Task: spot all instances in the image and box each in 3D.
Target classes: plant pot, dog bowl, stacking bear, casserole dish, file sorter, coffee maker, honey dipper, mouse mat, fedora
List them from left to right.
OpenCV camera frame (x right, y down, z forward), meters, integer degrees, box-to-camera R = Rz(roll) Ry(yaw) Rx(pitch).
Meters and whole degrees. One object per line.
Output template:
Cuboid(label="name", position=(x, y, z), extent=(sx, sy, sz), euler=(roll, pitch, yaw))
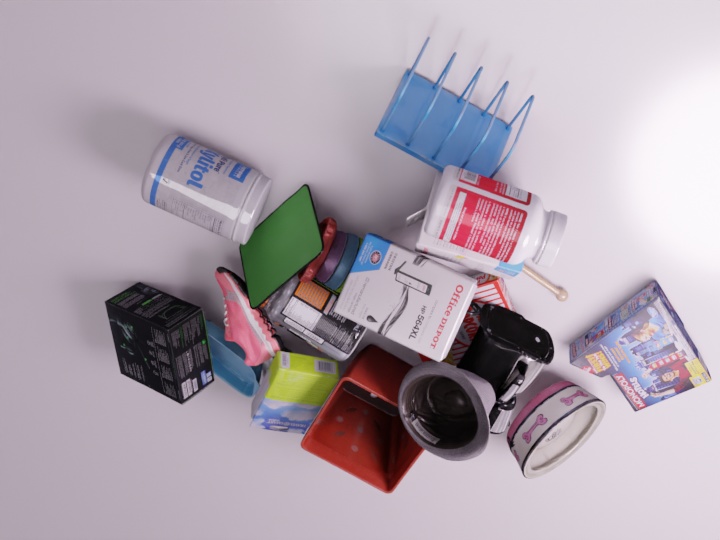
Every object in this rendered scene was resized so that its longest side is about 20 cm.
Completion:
Cuboid(label="casserole dish", position=(-0.265, 0.168, 1.736), extent=(0.199, 0.039, 0.122), euler=(33, 142, 15))
Cuboid(label="mouse mat", position=(-0.144, -0.042, 1.569), extent=(0.200, 0.162, 0.008), euler=(-38, 139, 28))
Cuboid(label="stacking bear", position=(0.000, 0.000, 1.578), extent=(0.199, 0.114, 0.122), euler=(26, 93, -14))
Cuboid(label="plant pot", position=(0.030, 0.261, 1.679), extent=(0.199, 0.177, 0.201), euler=(29, 122, -5))
Cuboid(label="fedora", position=(0.159, 0.226, 1.496), extent=(0.199, 0.090, 0.178), euler=(-26, 88, 45))
Cuboid(label="file sorter", position=(0.149, -0.243, 1.363), extent=(0.199, 0.139, 0.123), euler=(28, 152, -4))
Cuboid(label="coffee maker", position=(0.220, 0.169, 1.575), extent=(0.192, 0.134, 0.201), euler=(38, 123, 18))
Cuboid(label="honey dipper", position=(0.288, -0.006, 1.555), extent=(0.199, 0.038, 0.038), euler=(32, 121, -11))
Cuboid(label="dog bowl", position=(0.354, 0.288, 1.627), extent=(0.074, 0.199, 0.201), euler=(48, 128, 33))

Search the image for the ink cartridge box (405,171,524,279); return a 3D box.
Cuboid(label="ink cartridge box", position=(0.177, -0.076, 1.457), extent=(0.198, 0.129, 0.126), euler=(17, 86, 3))

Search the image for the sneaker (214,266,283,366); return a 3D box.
Cuboid(label="sneaker", position=(-0.226, 0.087, 1.631), extent=(0.086, 0.074, 0.201), euler=(-33, 85, 2))

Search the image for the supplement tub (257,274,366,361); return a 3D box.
Cuboid(label="supplement tub", position=(-0.087, 0.069, 1.628), extent=(0.199, 0.123, 0.123), euler=(32, 121, -6))

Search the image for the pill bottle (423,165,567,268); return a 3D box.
Cuboid(label="pill bottle", position=(0.205, -0.077, 1.336), extent=(0.198, 0.112, 0.113), euler=(20, 122, 3))

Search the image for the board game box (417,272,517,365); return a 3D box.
Cuboid(label="board game box", position=(0.188, 0.094, 1.624), extent=(0.199, 0.046, 0.152), euler=(-18, 115, 21))

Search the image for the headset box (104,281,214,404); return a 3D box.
Cuboid(label="headset box", position=(-0.395, 0.137, 1.715), extent=(0.199, 0.093, 0.175), euler=(17, 125, 33))

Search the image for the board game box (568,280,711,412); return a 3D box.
Cuboid(label="board game box", position=(0.487, 0.148, 1.581), extent=(0.199, 0.062, 0.200), euler=(-28, 110, 26))

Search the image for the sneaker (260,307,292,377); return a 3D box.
Cuboid(label="sneaker", position=(-0.203, 0.139, 1.726), extent=(0.080, 0.070, 0.201), euler=(-15, 111, 39))

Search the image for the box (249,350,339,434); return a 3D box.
Cuboid(label="box", position=(-0.129, 0.235, 1.676), extent=(0.121, 0.048, 0.201), euler=(12, 136, -18))

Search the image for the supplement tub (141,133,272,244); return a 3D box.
Cuboid(label="supplement tub", position=(-0.269, -0.143, 1.543), extent=(0.199, 0.132, 0.133), euler=(23, 122, -2))

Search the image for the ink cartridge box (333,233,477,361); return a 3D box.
Cuboid(label="ink cartridge box", position=(0.078, 0.043, 1.471), extent=(0.199, 0.084, 0.147), euler=(24, 94, 10))
